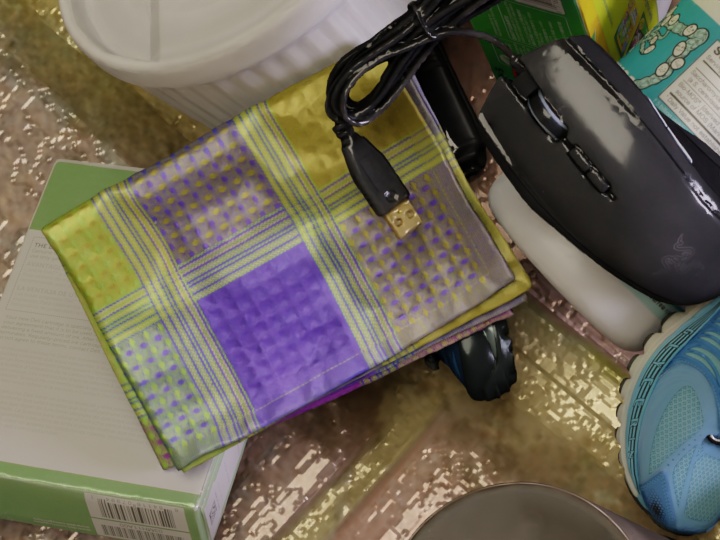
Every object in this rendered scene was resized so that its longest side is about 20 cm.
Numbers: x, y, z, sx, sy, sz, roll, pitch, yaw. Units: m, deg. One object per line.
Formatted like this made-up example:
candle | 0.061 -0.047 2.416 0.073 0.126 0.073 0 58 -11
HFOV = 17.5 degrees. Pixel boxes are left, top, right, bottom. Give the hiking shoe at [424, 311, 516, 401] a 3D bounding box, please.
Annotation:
hiking shoe | 0.000 0.000 1.166 0.087 0.074 0.200 -35 62 -10

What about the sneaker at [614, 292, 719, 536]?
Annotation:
sneaker | 0.186 0.045 1.068 0.090 0.078 0.200 55 128 47

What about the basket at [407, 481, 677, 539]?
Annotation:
basket | 0.081 0.170 1.029 0.180 0.200 0.136 -31 69 2

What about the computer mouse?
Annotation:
computer mouse | 0.074 -0.041 1.033 0.140 0.046 0.200 -36 102 21

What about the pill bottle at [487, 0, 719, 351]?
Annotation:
pill bottle | 0.165 -0.064 1.111 0.200 0.111 0.111 -44 69 7

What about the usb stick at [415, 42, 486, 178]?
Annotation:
usb stick | 0.008 -0.130 1.230 0.055 0.033 0.200 -29 69 12

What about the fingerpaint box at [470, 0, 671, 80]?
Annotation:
fingerpaint box | 0.111 -0.186 1.135 0.073 0.200 0.167 19 78 18

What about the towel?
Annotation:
towel | -0.036 -0.006 1.103 0.200 0.023 0.144 -26 93 6

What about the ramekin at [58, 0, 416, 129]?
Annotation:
ramekin | -0.046 -0.159 1.164 0.202 0.094 0.203 -18 52 25

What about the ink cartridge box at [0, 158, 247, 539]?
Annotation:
ink cartridge box | -0.120 0.040 1.199 0.145 0.048 0.200 8 53 14
